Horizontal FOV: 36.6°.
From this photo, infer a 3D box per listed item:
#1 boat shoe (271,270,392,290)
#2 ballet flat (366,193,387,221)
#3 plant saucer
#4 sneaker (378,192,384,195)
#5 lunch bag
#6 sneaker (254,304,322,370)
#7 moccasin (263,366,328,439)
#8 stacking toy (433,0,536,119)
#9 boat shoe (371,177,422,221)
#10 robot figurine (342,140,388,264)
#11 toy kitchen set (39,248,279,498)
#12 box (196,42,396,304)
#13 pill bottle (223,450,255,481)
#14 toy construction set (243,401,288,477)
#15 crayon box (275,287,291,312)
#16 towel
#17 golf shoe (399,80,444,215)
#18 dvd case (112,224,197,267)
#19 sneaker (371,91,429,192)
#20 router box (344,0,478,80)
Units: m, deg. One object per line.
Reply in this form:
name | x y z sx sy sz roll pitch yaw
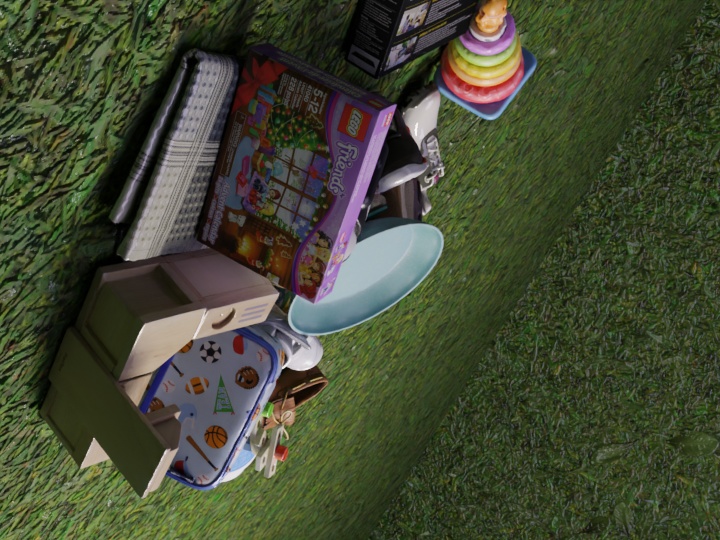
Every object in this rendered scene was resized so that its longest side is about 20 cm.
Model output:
boat shoe | -0.049 0.012 1.318 0.200 0.072 0.076 6 129 -19
ballet flat | -0.065 -0.046 1.192 0.200 0.062 0.067 -32 180 -10
plant saucer | 0.000 0.000 1.231 0.200 0.036 0.200 -26 155 -13
sneaker | -0.028 -0.114 1.283 0.200 0.076 0.116 -63 147 -37
lunch bag | -0.187 0.134 1.193 0.200 0.160 0.076 -61 180 7
sneaker | -0.096 0.091 1.313 0.075 0.115 0.200 -40 137 4
moccasin | -0.125 0.213 1.682 0.201 0.078 0.074 -35 156 -48
stacking toy | 0.155 -0.286 1.344 0.116 0.110 0.200 -53 168 -11
boat shoe | 0.043 -0.092 1.367 0.072 0.200 0.065 -23 135 23
robot figurine | -0.044 -0.091 1.119 0.150 0.125 0.200 104 4 -65
toy kitchen set | -0.179 0.111 1.078 0.180 0.163 0.200 -13 142 -49
box | -0.063 -0.086 0.987 0.039 0.137 0.200 -37 150 -58
pill bottle | -0.185 0.204 1.429 0.112 0.112 0.200 -44 161 -29
toy construction set | -0.177 0.169 1.274 0.092 0.200 0.131 108 -2 -82
crayon box | -0.073 0.014 1.443 0.200 0.058 0.173 -59 161 19
towel | -0.147 -0.105 1.008 0.200 0.035 0.193 -66 164 13
golf shoe | 0.082 -0.164 1.458 0.077 0.088 0.200 -39 157 -38
dvd case | -0.182 -0.026 1.119 0.200 0.016 0.149 -37 158 -45
sneaker | 0.021 -0.150 1.227 0.077 0.082 0.200 -24 -156 3
router box | 0.075 -0.308 1.186 0.200 0.051 0.149 -37 156 -46
